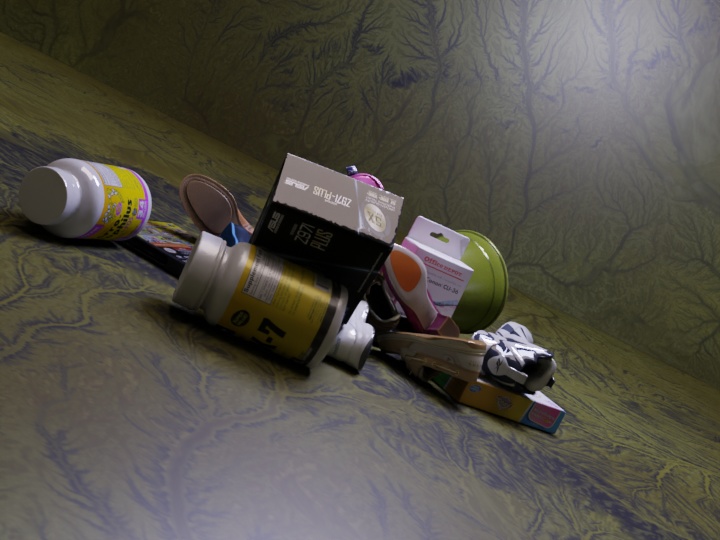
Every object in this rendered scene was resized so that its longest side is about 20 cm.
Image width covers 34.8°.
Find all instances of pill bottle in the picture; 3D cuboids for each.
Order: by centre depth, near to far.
[{"bbox_3d":[-0.126,0.034,1.437,0.199,0.115,0.114,24,8,-11],"label":"pill bottle"},{"bbox_3d":[-0.369,-0.094,1.538,0.104,0.105,0.200,28,8,16],"label":"pill bottle"}]

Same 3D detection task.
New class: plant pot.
[{"bbox_3d":[0.141,0.027,2.150,0.200,0.202,0.192,31,21,34],"label":"plant pot"}]

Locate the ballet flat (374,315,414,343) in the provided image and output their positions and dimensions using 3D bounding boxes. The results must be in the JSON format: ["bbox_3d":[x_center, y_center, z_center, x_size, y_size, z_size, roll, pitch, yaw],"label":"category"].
[{"bbox_3d":[0.062,0.092,1.824,0.199,0.057,0.067,14,39,-43],"label":"ballet flat"}]

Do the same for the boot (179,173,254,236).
[{"bbox_3d":[-0.223,-0.068,1.831,0.200,0.074,0.155,47,-12,-13],"label":"boot"}]

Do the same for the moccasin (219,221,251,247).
[{"bbox_3d":[-0.166,-0.013,1.635,0.068,0.081,0.200,32,22,-17],"label":"moccasin"}]

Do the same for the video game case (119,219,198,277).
[{"bbox_3d":[-0.271,-0.029,1.718,0.180,0.026,0.200,29,9,20],"label":"video game case"}]

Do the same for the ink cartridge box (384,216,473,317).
[{"bbox_3d":[0.108,0.024,1.928,0.116,0.201,0.067,22,8,-22],"label":"ink cartridge box"}]

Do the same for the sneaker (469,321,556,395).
[{"bbox_3d":[0.251,0.141,1.763,0.129,0.080,0.199,31,10,26],"label":"sneaker"}]

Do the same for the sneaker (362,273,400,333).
[{"bbox_3d":[0.000,0.000,1.711,0.201,0.070,0.075,57,-28,-9],"label":"sneaker"}]

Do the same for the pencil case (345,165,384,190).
[{"bbox_3d":[-0.012,-0.105,1.937,0.093,0.092,0.200,-8,-11,-6],"label":"pencil case"}]

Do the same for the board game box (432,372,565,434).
[{"bbox_3d":[0.199,0.180,1.783,0.199,0.041,0.153,21,9,-30],"label":"board game box"}]

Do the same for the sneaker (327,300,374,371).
[{"bbox_3d":[-0.034,0.076,1.626,0.086,0.075,0.200,18,8,-11],"label":"sneaker"}]

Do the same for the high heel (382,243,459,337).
[{"bbox_3d":[0.071,0.032,1.742,0.200,0.067,0.096,47,-19,-27],"label":"high heel"}]

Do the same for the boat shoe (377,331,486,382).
[{"bbox_3d":[0.098,0.129,1.697,0.073,0.070,0.199,9,-4,-41],"label":"boat shoe"}]

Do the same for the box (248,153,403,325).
[{"bbox_3d":[-0.056,-0.035,1.490,0.163,0.200,0.087,21,53,-9],"label":"box"}]

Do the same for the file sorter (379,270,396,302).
[{"bbox_3d":[-0.042,0.002,1.870,0.199,0.126,0.139,23,8,-25],"label":"file sorter"}]
